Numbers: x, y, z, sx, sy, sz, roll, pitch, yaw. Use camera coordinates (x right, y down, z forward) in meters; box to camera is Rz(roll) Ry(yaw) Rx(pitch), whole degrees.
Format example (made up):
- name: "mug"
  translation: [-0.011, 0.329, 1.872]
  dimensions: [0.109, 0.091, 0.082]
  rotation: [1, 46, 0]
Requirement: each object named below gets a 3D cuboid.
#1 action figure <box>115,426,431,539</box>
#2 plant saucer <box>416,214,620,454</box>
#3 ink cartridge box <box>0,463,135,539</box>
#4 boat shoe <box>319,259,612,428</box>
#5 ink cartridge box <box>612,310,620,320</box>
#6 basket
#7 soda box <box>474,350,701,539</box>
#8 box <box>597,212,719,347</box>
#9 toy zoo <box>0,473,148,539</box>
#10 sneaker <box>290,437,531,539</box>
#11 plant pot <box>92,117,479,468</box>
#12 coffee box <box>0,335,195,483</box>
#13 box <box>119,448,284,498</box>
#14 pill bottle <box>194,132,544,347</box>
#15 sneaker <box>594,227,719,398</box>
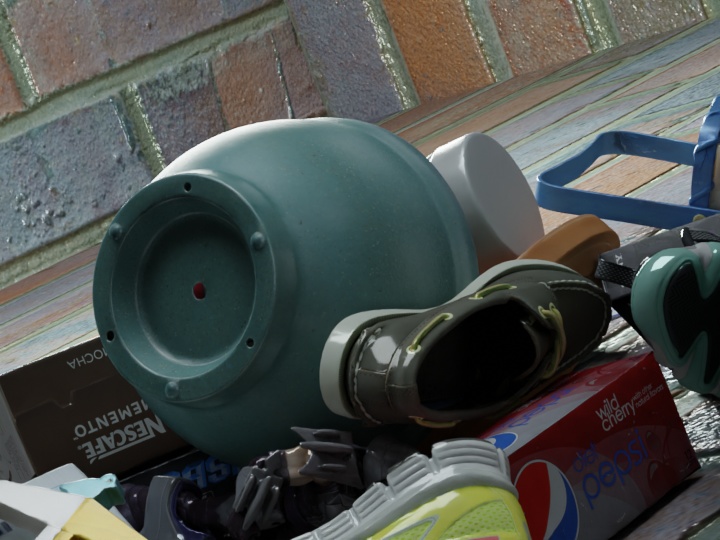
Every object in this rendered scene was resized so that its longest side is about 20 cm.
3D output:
- name: "action figure"
  translation: [-0.036, 0.128, 1.487]
  dimensions: [0.200, 0.069, 0.130]
  rotation: [-22, -38, 38]
- name: "plant saucer"
  translation: [0.081, 0.056, 1.625]
  dimensions: [0.200, 0.032, 0.200]
  rotation: [-45, -18, -19]
- name: "ink cartridge box"
  translation: [-0.189, 0.188, 1.430]
  dimensions: [0.200, 0.047, 0.160]
  rotation: [-22, 40, -25]
- name: "boat shoe"
  translation: [0.068, 0.041, 1.478]
  dimensions: [0.060, 0.072, 0.202]
  rotation: [11, 17, 42]
- name: "ink cartridge box"
  translation: [0.065, 0.042, 1.882]
  dimensions: [0.200, 0.043, 0.196]
  rotation: [7, 8, 23]
- name: "basket"
  translation: [0.227, -0.051, 1.852]
  dimensions: [0.200, 0.139, 0.176]
  rotation: [15, 21, 19]
- name: "soda box"
  translation: [0.086, 0.110, 1.428]
  dimensions: [0.063, 0.070, 0.200]
  rotation: [-18, 8, 40]
- name: "box"
  translation: [0.249, 0.002, 1.600]
  dimensions: [0.200, 0.036, 0.143]
  rotation: [-18, -30, 21]
- name: "toy zoo"
  translation: [-0.179, 0.174, 1.405]
  dimensions: [0.131, 0.020, 0.200]
  rotation: [18, 56, 36]
- name: "sneaker"
  translation: [-0.004, 0.163, 1.290]
  dimensions: [0.200, 0.090, 0.078]
  rotation: [-38, -34, 13]
- name: "plant pot"
  translation: [-0.056, 0.012, 1.517]
  dimensions: [0.200, 0.201, 0.134]
  rotation: [-17, -13, 31]
- name: "coffee box"
  translation: [-0.171, 0.099, 1.710]
  dimensions: [0.113, 0.080, 0.200]
  rotation: [-21, -7, -21]
- name: "box"
  translation: [-0.083, 0.129, 1.701]
  dimensions: [0.200, 0.050, 0.199]
  rotation: [-22, -7, -12]
- name: "pill bottle"
  translation: [0.000, 0.000, 1.634]
  dimensions: [0.200, 0.111, 0.111]
  rotation: [-26, 4, 25]
- name: "sneaker"
  translation: [0.166, 0.015, 1.480]
  dimensions: [0.140, 0.078, 0.200]
  rotation: [26, 3, 42]
